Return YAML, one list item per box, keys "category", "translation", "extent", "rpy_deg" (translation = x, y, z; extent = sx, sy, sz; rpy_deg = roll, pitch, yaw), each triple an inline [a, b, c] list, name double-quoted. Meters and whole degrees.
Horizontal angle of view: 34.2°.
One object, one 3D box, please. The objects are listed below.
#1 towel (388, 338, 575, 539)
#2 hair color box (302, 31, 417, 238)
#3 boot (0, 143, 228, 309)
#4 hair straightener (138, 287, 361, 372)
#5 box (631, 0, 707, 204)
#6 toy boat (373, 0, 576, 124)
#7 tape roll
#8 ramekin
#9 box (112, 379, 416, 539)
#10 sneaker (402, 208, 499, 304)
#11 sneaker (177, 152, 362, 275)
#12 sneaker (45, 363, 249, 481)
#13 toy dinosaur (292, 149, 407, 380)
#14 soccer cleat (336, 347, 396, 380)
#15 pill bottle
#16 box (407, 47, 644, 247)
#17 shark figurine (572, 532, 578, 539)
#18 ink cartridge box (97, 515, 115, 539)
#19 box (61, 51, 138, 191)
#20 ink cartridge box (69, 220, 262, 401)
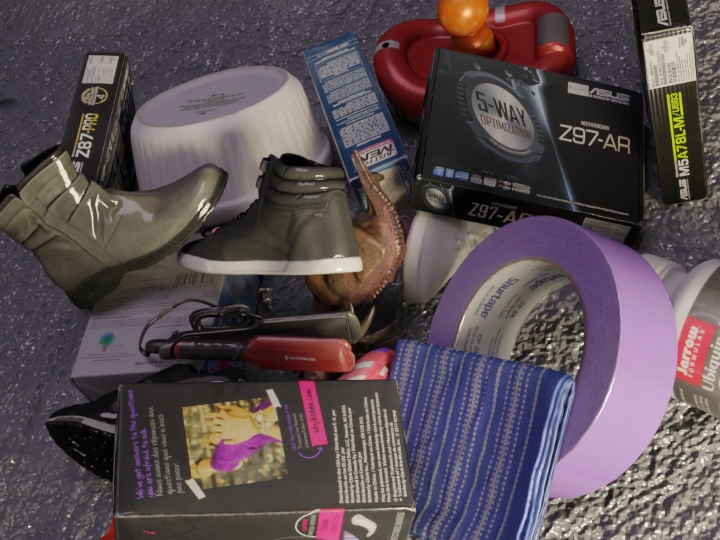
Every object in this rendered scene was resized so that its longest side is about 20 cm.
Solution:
- category: "towel"
  translation: [0.069, 0.131, 0.858]
  extent: [0.199, 0.024, 0.146]
  rpy_deg: [8, 80, 55]
- category: "hair color box"
  translation: [0.005, -0.128, 1.130]
  extent: [0.060, 0.100, 0.201]
  rpy_deg: [-21, 48, 3]
- category: "boot"
  translation: [-0.224, -0.060, 1.014]
  extent: [0.199, 0.131, 0.068]
  rpy_deg: [-33, 25, 18]
- category: "hair straightener"
  translation: [-0.094, 0.052, 0.982]
  extent: [0.198, 0.041, 0.077]
  rpy_deg: [-5, 37, 17]
- category: "box"
  translation: [0.261, -0.193, 1.008]
  extent: [0.047, 0.201, 0.194]
  rpy_deg: [-10, 50, 13]
- category: "toy boat"
  translation: [0.106, -0.226, 1.146]
  extent: [0.198, 0.131, 0.131]
  rpy_deg: [-8, 50, 17]
- category: "tape roll"
  translation: [0.136, 0.064, 0.872]
  extent: [0.199, 0.065, 0.202]
  rpy_deg: [-25, 56, 46]
- category: "ramekin"
  translation: [-0.133, -0.128, 1.144]
  extent: [0.200, 0.095, 0.203]
  rpy_deg: [-12, 27, 6]
- category: "box"
  translation: [-0.071, 0.153, 0.824]
  extent: [0.198, 0.123, 0.107]
  rpy_deg: [0, 51, -8]
- category: "sneaker"
  translation: [0.107, -0.047, 1.047]
  extent: [0.088, 0.076, 0.201]
  rpy_deg: [21, 62, 20]
- category: "sneaker"
  translation: [-0.079, -0.046, 0.981]
  extent: [0.199, 0.070, 0.100]
  rpy_deg: [-1, 90, 41]
- category: "sneaker"
  translation: [-0.170, 0.122, 0.974]
  extent: [0.198, 0.076, 0.088]
  rpy_deg: [-3, 40, 32]
- category: "toy dinosaur"
  translation: [0.000, 0.000, 1.000]
  extent: [0.085, 0.201, 0.136]
  rpy_deg: [0, 41, -32]
- category: "soccer cleat"
  translation: [-0.042, 0.138, 0.951]
  extent: [0.076, 0.067, 0.201]
  rpy_deg: [25, 72, 31]
- category: "pill bottle"
  translation: [0.284, 0.057, 0.853]
  extent: [0.199, 0.111, 0.111]
  rpy_deg: [23, 64, 35]
- category: "box"
  translation: [0.150, -0.108, 1.036]
  extent: [0.198, 0.044, 0.161]
  rpy_deg: [12, 54, -2]
- category: "shark figurine"
  translation: [0.076, 0.276, 0.780]
  extent: [0.213, 0.090, 0.129]
  rpy_deg: [-28, 49, 2]
- category: "ink cartridge box"
  translation: [-0.166, 0.224, 0.913]
  extent: [0.161, 0.057, 0.202]
  rpy_deg: [-15, 55, 33]
- category: "box"
  translation: [-0.259, -0.092, 1.169]
  extent: [0.049, 0.162, 0.201]
  rpy_deg: [1, 51, 0]
- category: "ink cartridge box"
  translation: [-0.171, 0.032, 1.088]
  extent: [0.135, 0.077, 0.201]
  rpy_deg: [-5, 52, 18]
